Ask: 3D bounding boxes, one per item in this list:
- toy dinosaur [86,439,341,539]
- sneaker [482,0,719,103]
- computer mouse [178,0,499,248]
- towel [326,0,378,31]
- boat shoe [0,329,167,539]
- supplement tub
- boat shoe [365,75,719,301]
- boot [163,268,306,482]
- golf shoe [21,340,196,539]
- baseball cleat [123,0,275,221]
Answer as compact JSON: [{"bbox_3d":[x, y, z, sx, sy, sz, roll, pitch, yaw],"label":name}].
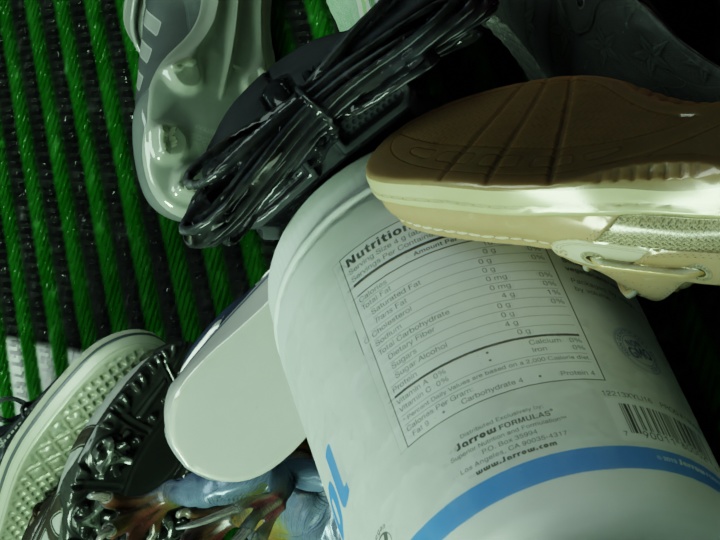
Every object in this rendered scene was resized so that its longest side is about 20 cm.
[{"bbox_3d":[-0.022,0.086,1.107,0.181,0.105,0.201,-20,47,33],"label":"toy dinosaur"},{"bbox_3d":[0.092,-0.097,0.966,0.200,0.060,0.104,58,143,14],"label":"sneaker"},{"bbox_3d":[-0.017,-0.061,1.013,0.138,0.053,0.200,-40,-3,-2],"label":"computer mouse"},{"bbox_3d":[-0.001,-0.138,1.127,0.201,0.023,0.153,86,173,-49],"label":"towel"},{"bbox_3d":[-0.151,0.091,1.329,0.200,0.074,0.062,-56,40,37],"label":"boat shoe"},{"bbox_3d":[0.050,0.061,0.949,0.132,0.131,0.200,-56,34,28],"label":"supplement tub"},{"bbox_3d":[0.095,-0.019,0.896,0.199,0.065,0.071,3,36,29],"label":"boat shoe"},{"bbox_3d":[0.000,0.000,1.097,0.200,0.073,0.090,-38,12,6],"label":"boot"},{"bbox_3d":[-0.124,0.115,1.268,0.094,0.077,0.201,42,112,57],"label":"golf shoe"},{"bbox_3d":[-0.080,-0.100,1.320,0.106,0.069,0.201,-38,36,55],"label":"baseball cleat"}]
